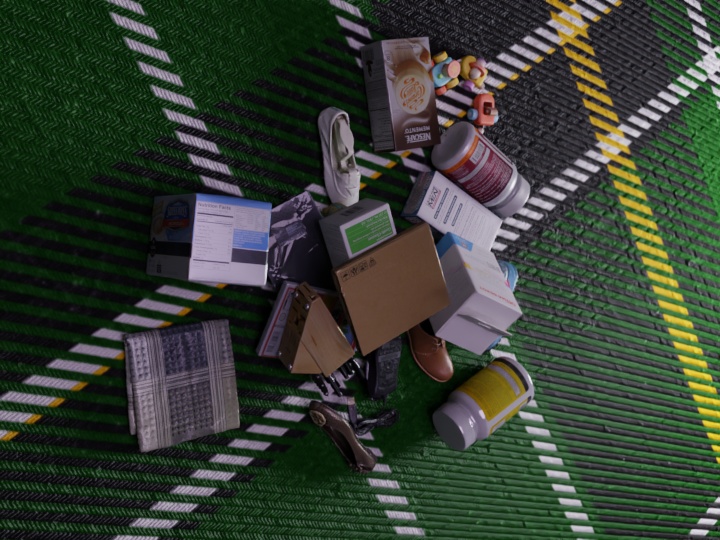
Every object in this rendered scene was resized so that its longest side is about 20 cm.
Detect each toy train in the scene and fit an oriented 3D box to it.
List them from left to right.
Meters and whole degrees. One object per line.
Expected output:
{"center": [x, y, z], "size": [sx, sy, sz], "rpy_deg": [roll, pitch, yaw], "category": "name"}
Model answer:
{"center": [0.209, -0.359, 1.723], "size": [0.198, 0.055, 0.152], "rpy_deg": [5, 90, -33], "category": "toy train"}

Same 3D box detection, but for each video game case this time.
{"center": [-0.078, 0.101, 1.554], "size": [0.198, 0.017, 0.144], "rpy_deg": [13, 107, -36], "category": "video game case"}

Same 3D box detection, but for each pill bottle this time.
{"center": [0.244, -0.198, 1.723], "size": [0.199, 0.109, 0.110], "rpy_deg": [36, 74, -29], "category": "pill bottle"}
{"center": [0.249, 0.272, 1.756], "size": [0.199, 0.114, 0.115], "rpy_deg": [-32, 109, -27], "category": "pill bottle"}

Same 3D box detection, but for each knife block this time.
{"center": [-0.051, 0.127, 1.532], "size": [0.174, 0.064, 0.202], "rpy_deg": [4, 113, -34], "category": "knife block"}

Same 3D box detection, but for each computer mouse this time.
{"center": [0.017, 0.212, 1.638], "size": [0.140, 0.046, 0.203], "rpy_deg": [-14, 111, -44], "category": "computer mouse"}

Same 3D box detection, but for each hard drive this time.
{"center": [-0.112, -0.028, 1.530], "size": [0.134, 0.042, 0.202], "rpy_deg": [-29, 111, -15], "category": "hard drive"}

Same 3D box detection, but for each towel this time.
{"center": [-0.300, 0.191, 1.450], "size": [0.191, 0.034, 0.203], "rpy_deg": [-8, 96, -35], "category": "towel"}

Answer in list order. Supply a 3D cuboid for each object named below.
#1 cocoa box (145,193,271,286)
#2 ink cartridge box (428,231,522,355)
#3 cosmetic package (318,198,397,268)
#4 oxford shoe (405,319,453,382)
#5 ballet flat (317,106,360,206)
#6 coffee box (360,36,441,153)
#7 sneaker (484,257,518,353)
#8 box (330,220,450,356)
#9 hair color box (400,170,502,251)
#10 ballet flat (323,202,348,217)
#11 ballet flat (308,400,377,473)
{"center": [-0.243, -0.050, 1.365], "size": [0.132, 0.199, 0.133], "rpy_deg": [5, 90, -32], "category": "cocoa box"}
{"center": [0.203, 0.052, 1.642], "size": [0.128, 0.201, 0.125], "rpy_deg": [24, 122, -31], "category": "ink cartridge box"}
{"center": [0.014, -0.012, 1.509], "size": [0.107, 0.085, 0.202], "rpy_deg": [-28, 113, -23], "category": "cosmetic package"}
{"center": [0.139, 0.143, 1.702], "size": [0.071, 0.071, 0.201], "rpy_deg": [-41, 115, -25], "category": "oxford shoe"}
{"center": [-0.033, -0.198, 1.571], "size": [0.069, 0.069, 0.202], "rpy_deg": [-17, 103, -31], "category": "ballet flat"}
{"center": [0.077, -0.329, 1.624], "size": [0.113, 0.079, 0.203], "rpy_deg": [-14, 101, -31], "category": "coffee box"}
{"center": [0.254, 0.069, 1.779], "size": [0.095, 0.079, 0.202], "rpy_deg": [22, 73, -22], "category": "sneaker"}
{"center": [0.056, 0.031, 1.481], "size": [0.199, 0.021, 0.165], "rpy_deg": [-28, 114, -24], "category": "box"}
{"center": [0.183, -0.105, 1.719], "size": [0.199, 0.060, 0.101], "rpy_deg": [32, 76, -31], "category": "hair color box"}
{"center": [0.001, -0.037, 1.582], "size": [0.071, 0.070, 0.201], "rpy_deg": [-42, 114, -23], "category": "ballet flat"}
{"center": [-0.036, 0.315, 1.605], "size": [0.046, 0.067, 0.201], "rpy_deg": [-52, 123, -24], "category": "ballet flat"}
